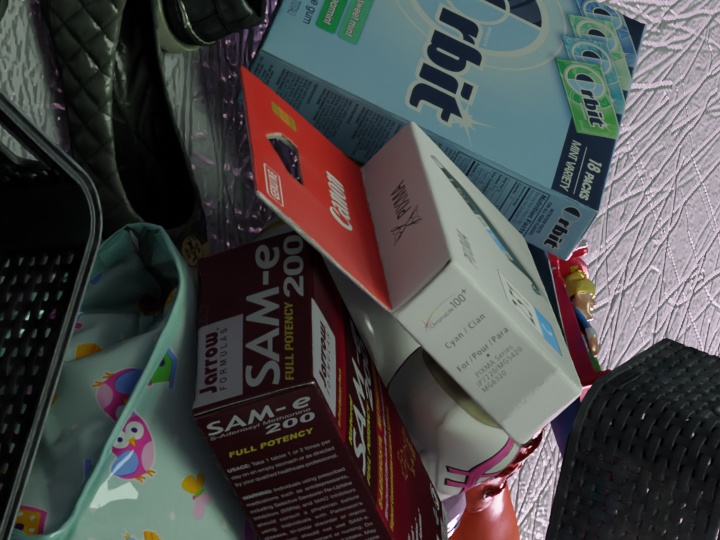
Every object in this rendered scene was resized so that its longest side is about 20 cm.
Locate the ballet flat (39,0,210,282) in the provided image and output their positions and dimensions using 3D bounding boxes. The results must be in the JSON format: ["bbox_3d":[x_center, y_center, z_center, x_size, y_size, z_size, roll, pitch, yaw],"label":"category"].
[{"bbox_3d":[-0.109,-0.073,1.213,0.066,0.057,0.201,-43,124,-52],"label":"ballet flat"}]

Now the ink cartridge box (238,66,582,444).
[{"bbox_3d":[0.021,-0.025,1.183,0.176,0.045,0.200,44,12,-19],"label":"ink cartridge box"}]

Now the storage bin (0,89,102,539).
[{"bbox_3d":[-0.199,0.024,1.016,0.135,0.093,0.201,47,48,-47],"label":"storage bin"}]

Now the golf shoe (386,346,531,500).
[{"bbox_3d":[0.037,0.089,1.267,0.092,0.073,0.200,-42,169,-7],"label":"golf shoe"}]

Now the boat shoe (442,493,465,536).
[{"bbox_3d":[-0.011,0.175,1.357,0.200,0.073,0.067,-27,114,-44],"label":"boat shoe"}]

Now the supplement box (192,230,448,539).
[{"bbox_3d":[-0.014,0.092,1.141,0.109,0.061,0.201,-93,162,-50],"label":"supplement box"}]

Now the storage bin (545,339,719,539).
[{"bbox_3d":[0.166,0.154,1.349,0.135,0.093,0.201,-23,127,-58],"label":"storage bin"}]

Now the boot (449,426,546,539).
[{"bbox_3d":[0.073,0.110,1.463,0.075,0.107,0.201,-59,138,-46],"label":"boot"}]

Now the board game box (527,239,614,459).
[{"bbox_3d":[0.124,0.031,1.431,0.158,0.039,0.201,-121,-163,-78],"label":"board game box"}]

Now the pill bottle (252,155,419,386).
[{"bbox_3d":[0.000,0.000,1.339,0.200,0.112,0.113,-55,133,-46],"label":"pill bottle"}]

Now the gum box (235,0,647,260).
[{"bbox_3d":[0.049,-0.115,1.355,0.199,0.045,0.170,26,44,-6],"label":"gum box"}]

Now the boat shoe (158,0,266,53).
[{"bbox_3d":[-0.062,-0.210,1.295,0.074,0.066,0.200,44,51,-49],"label":"boat shoe"}]

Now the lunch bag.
[{"bbox_3d":[-0.106,0.100,1.139,0.171,0.121,0.201,61,38,-36],"label":"lunch bag"}]

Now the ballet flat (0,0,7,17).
[{"bbox_3d":[-0.163,-0.171,1.100,0.066,0.057,0.201,21,64,-9],"label":"ballet flat"}]
